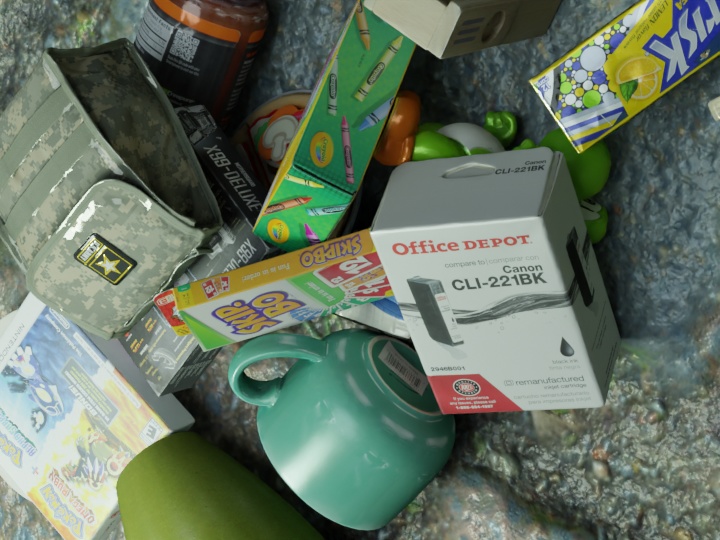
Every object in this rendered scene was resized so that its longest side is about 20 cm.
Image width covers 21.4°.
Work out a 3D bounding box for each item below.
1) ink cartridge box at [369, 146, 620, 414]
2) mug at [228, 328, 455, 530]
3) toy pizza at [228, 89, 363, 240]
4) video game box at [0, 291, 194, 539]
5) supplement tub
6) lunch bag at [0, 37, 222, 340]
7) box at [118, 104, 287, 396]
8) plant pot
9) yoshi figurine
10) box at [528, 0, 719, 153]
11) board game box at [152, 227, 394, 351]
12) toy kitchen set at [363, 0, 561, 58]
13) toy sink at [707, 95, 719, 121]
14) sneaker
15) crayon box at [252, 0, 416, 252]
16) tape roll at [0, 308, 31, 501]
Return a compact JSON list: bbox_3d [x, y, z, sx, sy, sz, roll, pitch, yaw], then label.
[{"bbox_3d":[0.109,0.012,1.499,0.143,0.084,0.201,-5,128,24],"label":"ink cartridge box"},{"bbox_3d":[-0.005,0.121,1.596,0.114,0.184,0.153,-46,52,25],"label":"mug"},{"bbox_3d":[-0.078,-0.064,1.654,0.199,0.032,0.202,-18,62,39],"label":"toy pizza"},{"bbox_3d":[-0.275,0.137,1.807,0.200,0.047,0.183,45,121,15],"label":"video game box"},{"bbox_3d":[-0.146,-0.196,1.680,0.107,0.107,0.201,34,114,23],"label":"supplement tub"},{"bbox_3d":[-0.215,-0.060,1.573,0.164,0.117,0.201,-44,73,37],"label":"lunch bag"},{"bbox_3d":[-0.155,-0.016,1.638,0.158,0.050,0.200,51,125,19],"label":"box"},{"bbox_3d":[-0.132,0.251,1.715,0.200,0.186,0.188,52,121,27],"label":"plant pot"},{"bbox_3d":[0.117,-0.095,1.525,0.199,0.113,0.112,24,151,-2],"label":"yoshi figurine"},{"bbox_3d":[0.229,-0.174,1.433,0.199,0.064,0.070,-36,90,15],"label":"box"},{"bbox_3d":[-0.063,0.017,1.545,0.198,0.096,0.030,-14,66,4],"label":"board game box"},{"bbox_3d":[0.146,-0.253,1.440,0.163,0.180,0.201,37,119,21],"label":"toy kitchen set"},{"bbox_3d":[0.336,-0.108,1.375,0.112,0.130,0.201,-27,84,33],"label":"toy sink"},{"bbox_3d":[0.000,0.000,1.648,0.199,0.078,0.090,18,88,32],"label":"sneaker"},{"bbox_3d":[-0.015,-0.122,1.539,0.058,0.201,0.119,25,149,-6],"label":"crayon box"},{"bbox_3d":[-0.299,0.132,1.871,0.201,0.037,0.205,6,101,31],"label":"tape roll"}]
